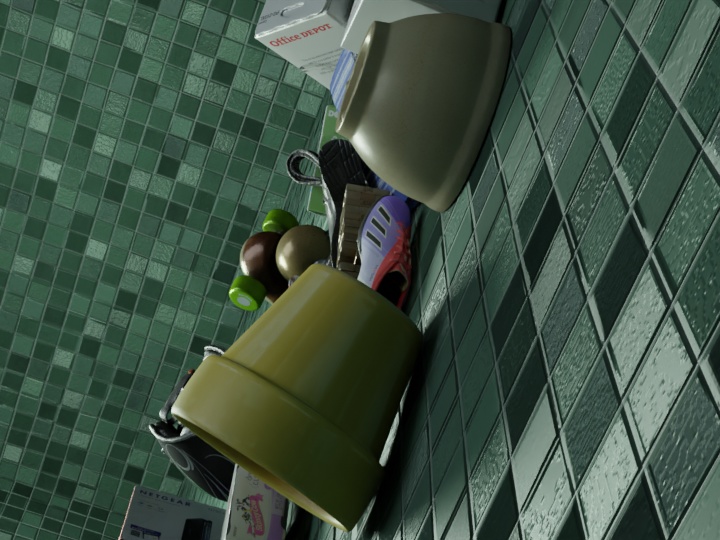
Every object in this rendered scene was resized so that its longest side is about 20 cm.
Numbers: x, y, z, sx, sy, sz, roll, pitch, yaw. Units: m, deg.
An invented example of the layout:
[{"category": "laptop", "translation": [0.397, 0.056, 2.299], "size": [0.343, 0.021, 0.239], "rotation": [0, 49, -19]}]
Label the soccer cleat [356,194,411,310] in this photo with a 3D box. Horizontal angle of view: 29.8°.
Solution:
[{"category": "soccer cleat", "translation": [0.031, -0.004, 1.451], "size": [0.073, 0.068, 0.201], "rotation": [-27, 35, 44]}]

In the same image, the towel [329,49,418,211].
[{"category": "towel", "translation": [0.018, -0.157, 1.595], "size": [0.145, 0.024, 0.202], "rotation": [125, 124, -70]}]

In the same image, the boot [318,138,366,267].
[{"category": "boot", "translation": [-0.010, -0.063, 1.673], "size": [0.132, 0.069, 0.202], "rotation": [166, 98, -88]}]

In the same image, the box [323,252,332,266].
[{"category": "box", "translation": [-0.045, 0.067, 1.834], "size": [0.199, 0.049, 0.202], "rotation": [120, 166, -59]}]

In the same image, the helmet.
[{"category": "helmet", "translation": [-0.157, 0.210, 1.768], "size": [0.199, 0.191, 0.201], "rotation": [-31, 35, 25]}]

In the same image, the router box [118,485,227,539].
[{"category": "router box", "translation": [-0.222, 0.370, 1.794], "size": [0.180, 0.198, 0.049], "rotation": [-97, 24, -72]}]

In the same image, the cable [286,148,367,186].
[{"category": "cable", "translation": [-0.030, -0.108, 1.780], "size": [0.050, 0.200, 0.098], "rotation": [-3, -47, -53]}]

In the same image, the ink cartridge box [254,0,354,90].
[{"category": "ink cartridge box", "translation": [-0.006, -0.281, 1.644], "size": [0.144, 0.199, 0.085], "rotation": [-7, 60, 48]}]

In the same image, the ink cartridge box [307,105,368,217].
[{"category": "ink cartridge box", "translation": [-0.011, -0.175, 1.866], "size": [0.104, 0.059, 0.202], "rotation": [-14, -64, -67]}]

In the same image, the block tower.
[{"category": "block tower", "translation": [0.000, 0.000, 1.533], "size": [0.054, 0.057, 0.202], "rotation": [104, 174, -55]}]

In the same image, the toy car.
[{"category": "toy car", "translation": [-0.075, -0.010, 2.045], "size": [0.199, 0.158, 0.165], "rotation": [-19, 38, 48]}]

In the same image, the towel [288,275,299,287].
[{"category": "towel", "translation": [-0.068, 0.127, 1.642], "size": [0.147, 0.030, 0.202], "rotation": [95, 171, -60]}]

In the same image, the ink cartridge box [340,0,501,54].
[{"category": "ink cartridge box", "translation": [0.083, -0.338, 1.506], "size": [0.147, 0.145, 0.202], "rotation": [126, 161, -66]}]

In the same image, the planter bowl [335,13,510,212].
[{"category": "planter bowl", "translation": [0.054, -0.175, 1.380], "size": [0.200, 0.133, 0.202], "rotation": [-162, 90, -82]}]

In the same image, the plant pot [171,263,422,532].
[{"category": "plant pot", "translation": [-0.042, 0.108, 1.250], "size": [0.190, 0.200, 0.201], "rotation": [-56, 4, -13]}]

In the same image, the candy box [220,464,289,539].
[{"category": "candy box", "translation": [-0.133, 0.329, 1.629], "size": [0.169, 0.071, 0.201], "rotation": [-84, 7, -48]}]
